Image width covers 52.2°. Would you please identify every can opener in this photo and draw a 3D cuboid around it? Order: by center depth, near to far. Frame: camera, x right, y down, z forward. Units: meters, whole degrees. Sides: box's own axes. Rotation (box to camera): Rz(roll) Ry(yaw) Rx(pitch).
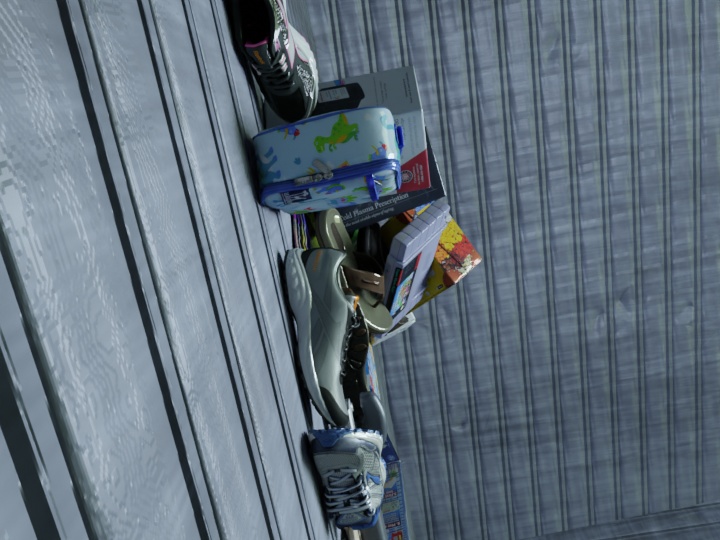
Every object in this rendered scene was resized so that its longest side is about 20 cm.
[{"bbox_3d":[0.016,0.260,0.948,0.053,0.065,0.205,-51,128,-88],"label":"can opener"}]

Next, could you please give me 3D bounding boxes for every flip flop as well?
[{"bbox_3d":[0.000,0.000,1.038,0.203,0.057,0.081,66,24,-14],"label":"flip flop"}]

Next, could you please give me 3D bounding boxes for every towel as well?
[{"bbox_3d":[-0.071,-0.023,1.043,0.202,0.022,0.146,-98,176,-47],"label":"towel"}]

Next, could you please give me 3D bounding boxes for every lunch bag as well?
[{"bbox_3d":[-0.029,-0.116,0.811,0.200,0.157,0.085,29,48,-88],"label":"lunch bag"}]

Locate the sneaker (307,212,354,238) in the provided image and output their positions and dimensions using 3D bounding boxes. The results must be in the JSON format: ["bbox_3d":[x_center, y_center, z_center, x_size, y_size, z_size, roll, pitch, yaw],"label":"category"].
[{"bbox_3d":[-0.039,-0.056,1.235,0.202,0.081,0.075,77,2,-50],"label":"sneaker"}]

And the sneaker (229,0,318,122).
[{"bbox_3d":[-0.106,-0.248,0.818,0.087,0.078,0.202,-81,155,-48],"label":"sneaker"}]

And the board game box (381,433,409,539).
[{"bbox_3d":[0.027,0.338,1.100,0.200,0.060,0.205,-128,-151,-76],"label":"board game box"}]

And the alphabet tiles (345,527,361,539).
[{"bbox_3d":[-0.011,0.322,0.959,0.198,0.014,0.203,-102,180,-52],"label":"alphabet tiles"}]

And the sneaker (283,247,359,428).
[{"bbox_3d":[-0.034,0.072,0.811,0.074,0.077,0.205,48,32,-89],"label":"sneaker"}]

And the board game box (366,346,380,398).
[{"bbox_3d":[-0.004,0.180,1.321,0.202,0.054,0.199,76,4,-51],"label":"board game box"}]

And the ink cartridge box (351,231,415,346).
[{"bbox_3d":[0.018,0.034,1.417,0.203,0.082,0.147,63,-10,9],"label":"ink cartridge box"}]

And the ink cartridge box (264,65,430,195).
[{"bbox_3d":[-0.015,-0.167,0.959,0.147,0.195,0.084,75,7,-54],"label":"ink cartridge box"}]

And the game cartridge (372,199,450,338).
[{"bbox_3d":[0.074,0.003,1.120,0.130,0.038,0.203,-46,158,-42],"label":"game cartridge"}]

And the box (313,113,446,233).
[{"bbox_3d":[0.004,-0.169,1.103,0.104,0.196,0.186,-130,-160,-77],"label":"box"}]

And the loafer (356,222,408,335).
[{"bbox_3d":[0.040,0.008,1.242,0.073,0.070,0.205,-119,-162,-71],"label":"loafer"}]

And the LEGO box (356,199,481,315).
[{"bbox_3d":[0.093,-0.025,1.265,0.150,0.077,0.200,54,-31,2],"label":"LEGO box"}]

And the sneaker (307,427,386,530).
[{"bbox_3d":[-0.007,0.228,0.789,0.201,0.075,0.087,65,23,-56],"label":"sneaker"}]

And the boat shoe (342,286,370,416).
[{"bbox_3d":[-0.025,0.118,0.998,0.074,0.074,0.205,-113,-162,-70],"label":"boat shoe"}]
